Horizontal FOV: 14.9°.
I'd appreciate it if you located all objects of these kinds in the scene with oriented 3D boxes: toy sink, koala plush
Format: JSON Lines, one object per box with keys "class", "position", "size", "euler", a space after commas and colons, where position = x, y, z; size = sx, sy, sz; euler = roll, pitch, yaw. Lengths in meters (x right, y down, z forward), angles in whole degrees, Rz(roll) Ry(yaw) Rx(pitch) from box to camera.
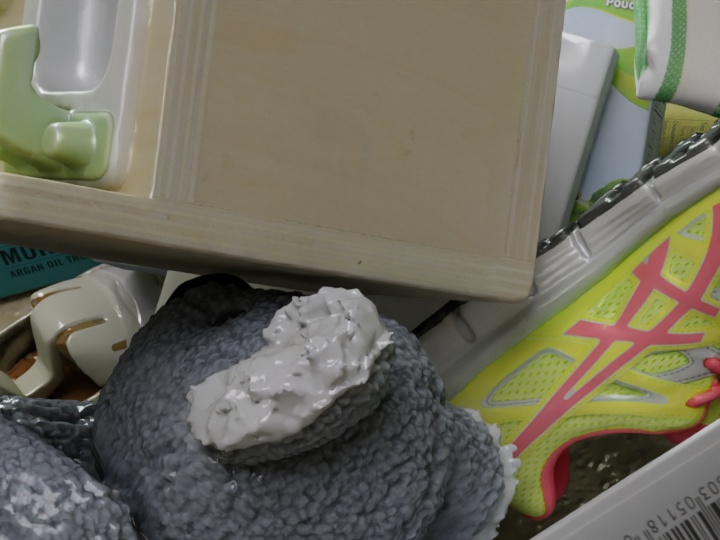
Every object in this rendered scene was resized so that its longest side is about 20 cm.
{"class": "toy sink", "position": [-0.055, -0.059, 0.860], "size": [0.130, 0.200, 0.112], "euler": [2, 84, 56]}
{"class": "koala plush", "position": [-0.057, 0.072, 0.852], "size": [0.200, 0.177, 0.184], "euler": [-20, 59, 10]}

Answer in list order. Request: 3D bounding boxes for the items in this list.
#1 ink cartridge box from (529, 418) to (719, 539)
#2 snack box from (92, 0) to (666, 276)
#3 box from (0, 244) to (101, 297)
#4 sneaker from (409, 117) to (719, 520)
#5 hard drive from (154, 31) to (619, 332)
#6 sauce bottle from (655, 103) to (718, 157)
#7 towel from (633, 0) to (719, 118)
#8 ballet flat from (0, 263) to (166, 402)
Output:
{"class": "ink cartridge box", "position": [0.032, 0.128, 0.871], "size": [0.162, 0.200, 0.050], "euler": [-28, 78, -33]}
{"class": "snack box", "position": [0.010, -0.056, 1.019], "size": [0.199, 0.053, 0.143], "euler": [9, 87, 14]}
{"class": "box", "position": [-0.135, -0.039, 1.123], "size": [0.199, 0.049, 0.082], "euler": [-14, 52, 4]}
{"class": "sneaker", "position": [0.107, 0.010, 0.906], "size": [0.200, 0.078, 0.090], "euler": [-35, 88, 22]}
{"class": "hard drive", "position": [0.000, 0.000, 0.976], "size": [0.132, 0.027, 0.201], "euler": [17, 89, 13]}
{"class": "sauce bottle", "position": [0.149, -0.033, 1.040], "size": [0.199, 0.065, 0.065], "euler": [5, 57, 15]}
{"class": "towel", "position": [0.186, -0.097, 0.993], "size": [0.200, 0.023, 0.153], "euler": [15, 55, -20]}
{"class": "ballet flat", "position": [-0.126, 0.044, 1.056], "size": [0.200, 0.062, 0.067], "euler": [-35, 55, -11]}
